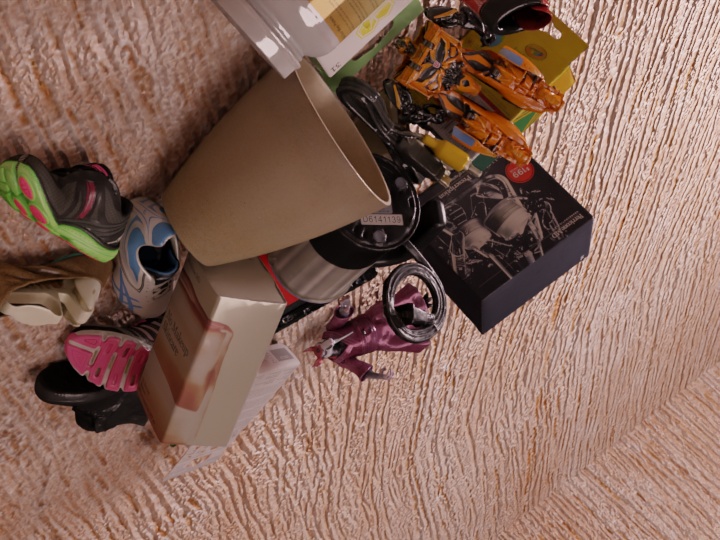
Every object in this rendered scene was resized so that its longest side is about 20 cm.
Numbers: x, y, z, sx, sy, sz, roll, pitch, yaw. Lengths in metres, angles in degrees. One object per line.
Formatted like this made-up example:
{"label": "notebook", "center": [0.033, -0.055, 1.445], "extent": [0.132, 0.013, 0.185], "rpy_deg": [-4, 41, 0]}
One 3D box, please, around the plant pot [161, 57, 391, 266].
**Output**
{"label": "plant pot", "center": [-0.101, -0.096, 1.503], "extent": [0.199, 0.188, 0.187], "rpy_deg": [-31, 157, 11]}

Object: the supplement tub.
{"label": "supplement tub", "center": [-0.038, -0.285, 1.296], "extent": [0.200, 0.144, 0.144], "rpy_deg": [-43, 156, 1]}

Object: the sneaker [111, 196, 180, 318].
{"label": "sneaker", "center": [-0.227, 0.000, 1.564], "extent": [0.072, 0.073, 0.200], "rpy_deg": [-34, 156, -22]}

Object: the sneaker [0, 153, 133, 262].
{"label": "sneaker", "center": [-0.281, -0.075, 1.381], "extent": [0.084, 0.076, 0.200], "rpy_deg": [-59, 159, -6]}

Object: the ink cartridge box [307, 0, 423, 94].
{"label": "ink cartridge box", "center": [0.006, -0.264, 1.517], "extent": [0.145, 0.048, 0.200], "rpy_deg": [-43, 153, -1]}

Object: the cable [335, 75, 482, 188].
{"label": "cable", "center": [0.044, -0.157, 1.612], "extent": [0.200, 0.097, 0.050], "rpy_deg": [41, 71, -25]}

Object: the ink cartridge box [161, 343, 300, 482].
{"label": "ink cartridge box", "center": [-0.185, 0.187, 1.935], "extent": [0.200, 0.050, 0.161], "rpy_deg": [-48, 166, 16]}

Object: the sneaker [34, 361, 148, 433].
{"label": "sneaker", "center": [-0.313, 0.154, 1.697], "extent": [0.199, 0.060, 0.105], "rpy_deg": [-13, 138, -53]}

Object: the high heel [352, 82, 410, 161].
{"label": "high heel", "center": [0.052, -0.171, 1.730], "extent": [0.142, 0.071, 0.201], "rpy_deg": [-38, 156, -37]}

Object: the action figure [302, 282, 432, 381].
{"label": "action figure", "center": [0.003, 0.084, 2.058], "extent": [0.199, 0.135, 0.149], "rpy_deg": [-18, -169, -21]}

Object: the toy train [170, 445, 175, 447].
{"label": "toy train", "center": [-0.237, 0.160, 1.851], "extent": [0.056, 0.042, 0.201], "rpy_deg": [-42, 158, -27]}

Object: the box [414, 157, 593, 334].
{"label": "box", "center": [0.183, -0.052, 1.962], "extent": [0.200, 0.182, 0.104], "rpy_deg": [-36, 155, -14]}

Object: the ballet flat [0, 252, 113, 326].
{"label": "ballet flat", "center": [-0.316, 0.025, 1.468], "extent": [0.199, 0.072, 0.068], "rpy_deg": [-2, 134, -56]}

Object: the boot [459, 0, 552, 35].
{"label": "boot", "center": [0.187, -0.327, 1.567], "extent": [0.199, 0.144, 0.073], "rpy_deg": [-32, 152, -25]}

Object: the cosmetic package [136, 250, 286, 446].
{"label": "cosmetic package", "center": [-0.167, 0.085, 1.584], "extent": [0.087, 0.103, 0.201], "rpy_deg": [7, 119, -32]}

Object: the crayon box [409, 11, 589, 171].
{"label": "crayon box", "center": [0.164, -0.226, 1.717], "extent": [0.200, 0.127, 0.051], "rpy_deg": [-43, 156, 2]}

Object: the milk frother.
{"label": "milk frother", "center": [0.000, 0.000, 1.660], "extent": [0.179, 0.201, 0.188], "rpy_deg": [17, 154, -17]}

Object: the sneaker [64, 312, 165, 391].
{"label": "sneaker", "center": [-0.253, 0.088, 1.671], "extent": [0.199, 0.088, 0.074], "rpy_deg": [9, 122, -32]}

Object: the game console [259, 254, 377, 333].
{"label": "game console", "center": [-0.090, 0.002, 1.838], "extent": [0.199, 0.119, 0.172], "rpy_deg": [-28, -177, -28]}

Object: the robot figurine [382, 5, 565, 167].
{"label": "robot figurine", "center": [0.125, -0.207, 1.620], "extent": [0.199, 0.058, 0.146], "rpy_deg": [28, 97, -20]}
